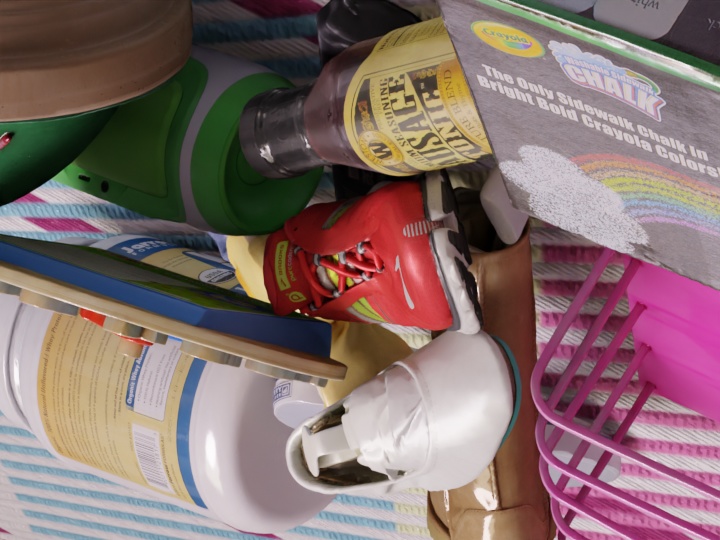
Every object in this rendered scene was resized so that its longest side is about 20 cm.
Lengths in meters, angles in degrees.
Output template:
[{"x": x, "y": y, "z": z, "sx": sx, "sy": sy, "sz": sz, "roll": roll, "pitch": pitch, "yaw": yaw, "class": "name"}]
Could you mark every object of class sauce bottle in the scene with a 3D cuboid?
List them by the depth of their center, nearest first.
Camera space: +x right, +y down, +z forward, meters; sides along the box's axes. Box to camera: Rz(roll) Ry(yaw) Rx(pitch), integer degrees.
[{"x": 0.028, "y": -0.073, "z": 1.235, "sx": 0.200, "sy": 0.066, "sz": 0.066, "roll": -14, "pitch": 132, "yaw": 47, "class": "sauce bottle"}]

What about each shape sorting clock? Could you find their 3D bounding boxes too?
[{"x": -0.103, "y": 0.021, "z": 1.351, "sx": 0.200, "sy": 0.039, "sz": 0.200, "roll": 15, "pitch": -176, "yaw": -1, "class": "shape sorting clock"}]

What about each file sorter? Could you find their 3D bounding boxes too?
[{"x": 0.163, "y": 0.079, "z": 1.355, "sx": 0.139, "sy": 0.125, "sz": 0.200, "roll": 25, "pitch": 159, "yaw": 20, "class": "file sorter"}]

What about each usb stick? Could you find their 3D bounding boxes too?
[{"x": 0.009, "y": -0.070, "z": 1.369, "sx": 0.055, "sy": 0.033, "sz": 0.200, "roll": 19, "pitch": 158, "yaw": 10, "class": "usb stick"}]

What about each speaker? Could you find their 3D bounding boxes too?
[{"x": -0.111, "y": -0.077, "z": 1.437, "sx": 0.200, "sy": 0.088, "sz": 0.088, "roll": 21, "pitch": 158, "yaw": 40, "class": "speaker"}]

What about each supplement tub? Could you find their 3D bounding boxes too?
[{"x": -0.105, "y": 0.060, "z": 1.681, "sx": 0.200, "sy": 0.145, "sz": 0.145, "roll": 16, "pitch": 155, "yaw": 37, "class": "supplement tub"}]

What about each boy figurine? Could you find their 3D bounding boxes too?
[{"x": -0.045, "y": 0.008, "z": 1.509, "sx": 0.200, "sy": 0.064, "sz": 0.124, "roll": 51, "pitch": 165, "yaw": 13, "class": "boy figurine"}]

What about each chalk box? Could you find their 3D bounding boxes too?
[{"x": 0.113, "y": -0.100, "z": 1.011, "sx": 0.124, "sy": 0.124, "sz": 0.200, "roll": 23, "pitch": 158, "yaw": 26, "class": "chalk box"}]

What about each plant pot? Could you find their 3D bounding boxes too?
[{"x": -0.175, "y": -0.145, "z": 1.308, "sx": 0.201, "sy": 0.201, "sz": 0.093, "roll": 20, "pitch": 120, "yaw": 31, "class": "plant pot"}]

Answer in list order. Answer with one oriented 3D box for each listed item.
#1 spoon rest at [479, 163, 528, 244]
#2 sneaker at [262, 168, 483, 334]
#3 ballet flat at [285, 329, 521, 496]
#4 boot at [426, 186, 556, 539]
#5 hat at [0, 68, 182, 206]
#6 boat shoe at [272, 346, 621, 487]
[{"x": 0.153, "y": -0.034, "z": 1.224, "sx": 0.200, "sy": 0.061, "sz": 0.099, "roll": 7, "pitch": 153, "yaw": 24, "class": "spoon rest"}, {"x": 0.000, "y": 0.000, "z": 1.309, "sx": 0.200, "sy": 0.085, "sz": 0.077, "roll": 168, "pitch": 89, "yaw": -77, "class": "sneaker"}, {"x": 0.014, "y": 0.076, "z": 1.364, "sx": 0.069, "sy": 0.069, "sz": 0.200, "roll": 35, "pitch": 159, "yaw": -8, "class": "ballet flat"}, {"x": 0.064, "y": 0.053, "z": 1.446, "sx": 0.175, "sy": 0.066, "sz": 0.200, "roll": -112, "pitch": 15, "yaw": -69, "class": "boot"}, {"x": -0.180, "y": -0.033, "z": 1.387, "sx": 0.200, "sy": 0.166, "sz": 0.176, "roll": 17, "pitch": 119, "yaw": 28, "class": "hat"}, {"x": 0.053, "y": 0.069, "z": 1.586, "sx": 0.200, "sy": 0.065, "sz": 0.074, "roll": 16, "pitch": 157, "yaw": -17, "class": "boat shoe"}]
